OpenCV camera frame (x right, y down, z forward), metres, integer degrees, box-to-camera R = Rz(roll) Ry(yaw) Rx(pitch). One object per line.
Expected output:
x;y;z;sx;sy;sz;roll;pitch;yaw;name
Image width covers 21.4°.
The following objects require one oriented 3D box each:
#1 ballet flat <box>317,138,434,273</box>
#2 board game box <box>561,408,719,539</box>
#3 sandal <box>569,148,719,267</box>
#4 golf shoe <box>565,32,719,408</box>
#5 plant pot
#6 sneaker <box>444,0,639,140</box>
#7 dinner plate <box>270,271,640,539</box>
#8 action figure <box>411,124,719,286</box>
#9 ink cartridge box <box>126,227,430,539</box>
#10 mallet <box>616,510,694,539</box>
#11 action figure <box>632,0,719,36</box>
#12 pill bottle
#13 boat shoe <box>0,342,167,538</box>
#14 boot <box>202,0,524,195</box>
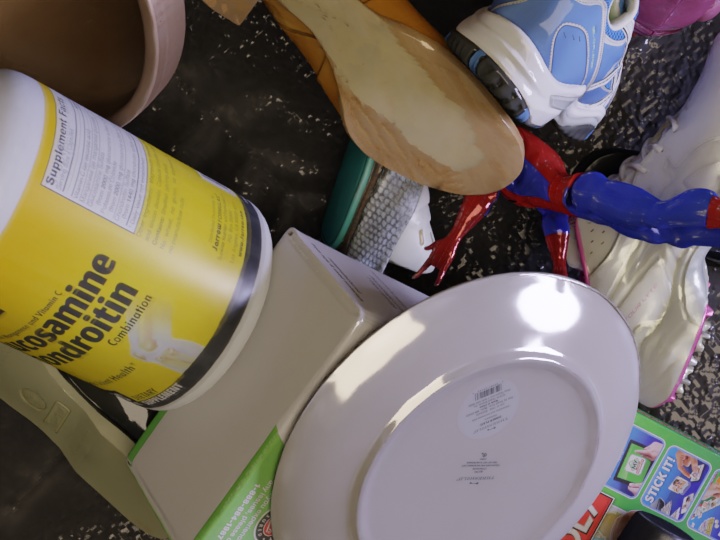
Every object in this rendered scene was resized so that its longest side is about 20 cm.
0.000;0.000;0.985;0.072;0.072;0.201;23;102;-13;ballet flat
0.133;0.178;1.063;0.134;0.029;0.201;27;96;-15;board game box
0.211;-0.028;1.027;0.199;0.043;0.076;-2;102;-9;sandal
0.150;-0.032;0.974;0.091;0.075;0.201;17;99;4;golf shoe
-0.150;-0.168;0.886;0.201;0.201;0.093;50;55;-15;plant pot
0.103;-0.112;0.913;0.076;0.200;0.077;46;104;3;sneaker
0.052;0.091;0.896;0.199;0.024;0.201;-16;127;-22;dinner plate
0.109;-0.009;0.925;0.065;0.200;0.099;30;86;-56;action figure
0.010;0.088;0.942;0.200;0.084;0.146;26;105;-41;ink cartridge box
0.211;0.206;1.052;0.200;0.041;0.066;35;92;-19;mallet
0.175;-0.159;0.928;0.133;0.200;0.149;9;61;-18;action figure
-0.146;-0.022;0.862;0.200;0.112;0.112;29;96;-31;pill bottle
-0.148;0.045;0.973;0.201;0.074;0.063;45;56;-6;boat shoe
0.004;-0.137;0.924;0.201;0.144;0.071;35;125;-21;boot
